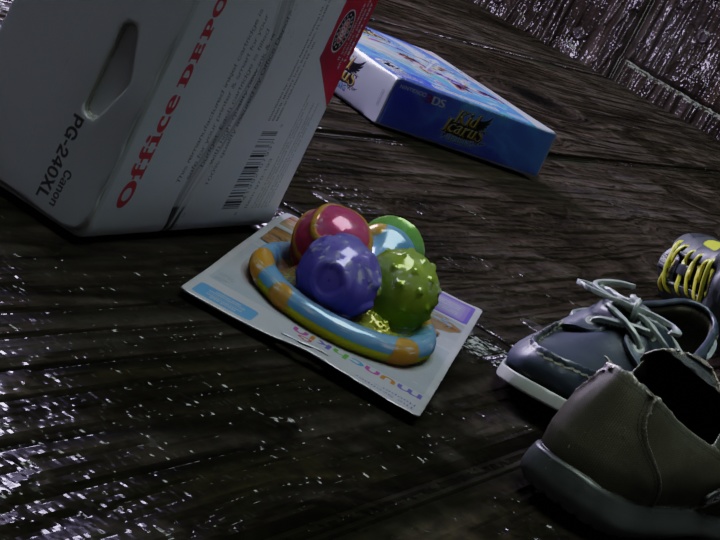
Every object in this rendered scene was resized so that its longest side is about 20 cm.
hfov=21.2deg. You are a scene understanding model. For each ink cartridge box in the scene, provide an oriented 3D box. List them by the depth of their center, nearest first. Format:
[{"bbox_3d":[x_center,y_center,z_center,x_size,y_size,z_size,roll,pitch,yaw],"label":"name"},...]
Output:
[{"bbox_3d":[-0.082,-0.099,0.885,0.083,0.146,0.200,32,13,17],"label":"ink cartridge box"}]

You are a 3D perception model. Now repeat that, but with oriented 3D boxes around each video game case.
[{"bbox_3d":[0.038,-0.155,1.595,0.199,0.046,0.181,15,17,-45],"label":"video game case"}]

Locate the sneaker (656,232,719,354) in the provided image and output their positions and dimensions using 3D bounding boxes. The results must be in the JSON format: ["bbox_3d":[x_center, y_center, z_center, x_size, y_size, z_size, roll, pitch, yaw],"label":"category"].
[{"bbox_3d":[0.238,0.016,1.305,0.084,0.075,0.200,24,3,11],"label":"sneaker"}]

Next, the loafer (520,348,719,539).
[{"bbox_3d":[0.147,0.077,0.842,0.075,0.070,0.199,35,14,31],"label":"loafer"}]

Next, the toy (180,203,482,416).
[{"bbox_3d":[0.000,0.000,0.891,0.114,0.048,0.200,27,12,5],"label":"toy"}]

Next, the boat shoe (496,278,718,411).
[{"bbox_3d":[0.133,0.041,0.971,0.075,0.062,0.199,36,16,29],"label":"boat shoe"}]
